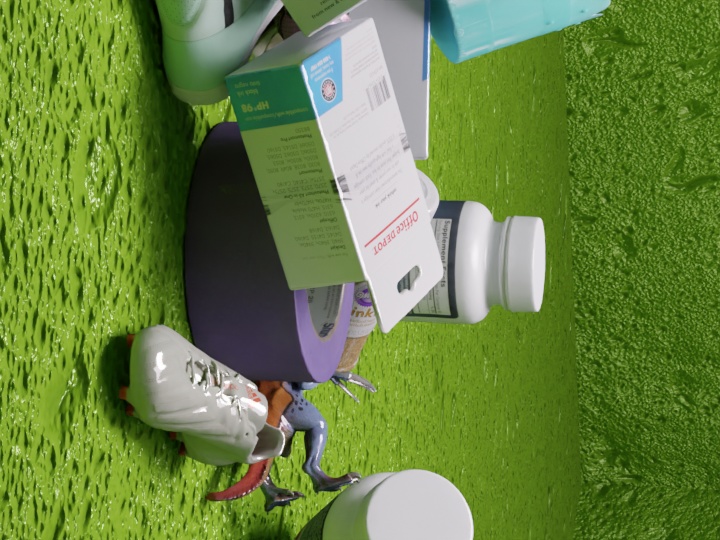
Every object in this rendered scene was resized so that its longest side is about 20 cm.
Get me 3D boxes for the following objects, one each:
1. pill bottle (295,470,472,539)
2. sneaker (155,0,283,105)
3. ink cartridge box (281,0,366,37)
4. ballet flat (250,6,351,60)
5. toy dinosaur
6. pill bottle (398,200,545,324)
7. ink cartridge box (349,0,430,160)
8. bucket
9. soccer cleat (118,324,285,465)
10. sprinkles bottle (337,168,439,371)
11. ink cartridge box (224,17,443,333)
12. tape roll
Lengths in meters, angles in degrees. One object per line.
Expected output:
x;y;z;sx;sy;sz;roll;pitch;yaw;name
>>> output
0.018;0.235;1.533;0.200;0.119;0.120;127;-27;-64;pill bottle
-0.090;-0.225;1.276;0.118;0.074;0.201;86;15;-52;sneaker
-0.047;-0.279;1.261;0.200;0.084;0.145;55;24;-13;ink cartridge box
-0.056;-0.187;1.425;0.071;0.069;0.200;-53;-165;1;ballet flat
-0.055;0.093;1.479;0.200;0.105;0.182;20;51;-64;toy dinosaur
0.072;-0.008;1.754;0.120;0.200;0.120;2;90;-78;pill bottle
0.005;-0.173;1.570;0.200;0.085;0.145;-133;-136;-79;ink cartridge box
0.104;-0.279;1.527;0.207;0.135;0.207;157;-90;-86;bucket
-0.106;0.086;1.254;0.200;0.077;0.069;61;33;-66;soccer cleat
0.000;0.000;1.557;0.068;0.068;0.200;-72;-174;-51;sprinkles bottle
-0.015;-0.064;1.296;0.116;0.067;0.200;-42;120;-55;ink cartridge box
-0.065;-0.014;1.410;0.200;0.085;0.200;1;90;-77;tape roll
